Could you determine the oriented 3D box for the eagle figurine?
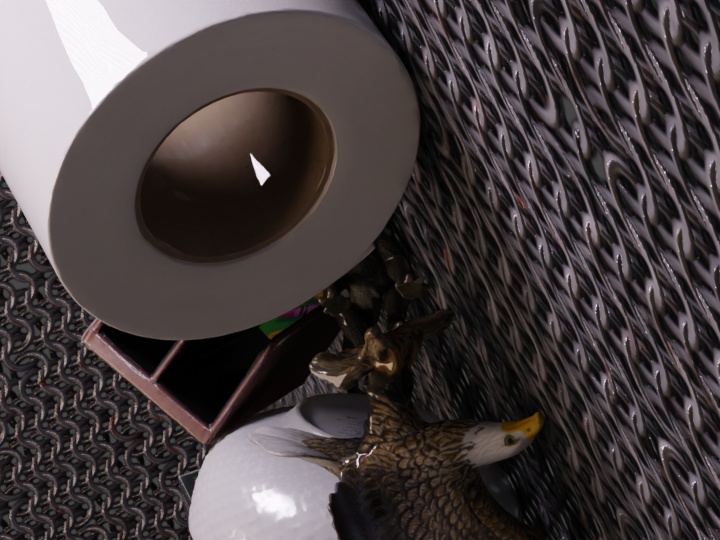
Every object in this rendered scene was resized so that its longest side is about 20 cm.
[{"bbox_3d":[0.048,0.123,1.553,0.151,0.151,0.201,-30,81,62],"label":"eagle figurine"}]

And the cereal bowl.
[{"bbox_3d":[0.002,0.127,1.708,0.200,0.199,0.084,-134,51,-65],"label":"cereal bowl"}]

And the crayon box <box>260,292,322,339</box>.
[{"bbox_3d":[-0.111,-0.036,2.134,0.119,0.058,0.200,26,-154,-53],"label":"crayon box"}]

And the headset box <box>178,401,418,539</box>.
[{"bbox_3d":[-0.016,0.215,1.964,0.093,0.173,0.201,-123,19,-52],"label":"headset box"}]

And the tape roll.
[{"bbox_3d":[-0.088,-0.085,1.460,0.139,0.202,0.203,55,169,42],"label":"tape roll"}]

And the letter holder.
[{"bbox_3d":[-0.063,0.005,1.788,0.100,0.142,0.200,39,-164,7],"label":"letter holder"}]

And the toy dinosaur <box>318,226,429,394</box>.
[{"bbox_3d":[0.000,0.000,1.716,0.200,0.077,0.103,63,-172,-49],"label":"toy dinosaur"}]
